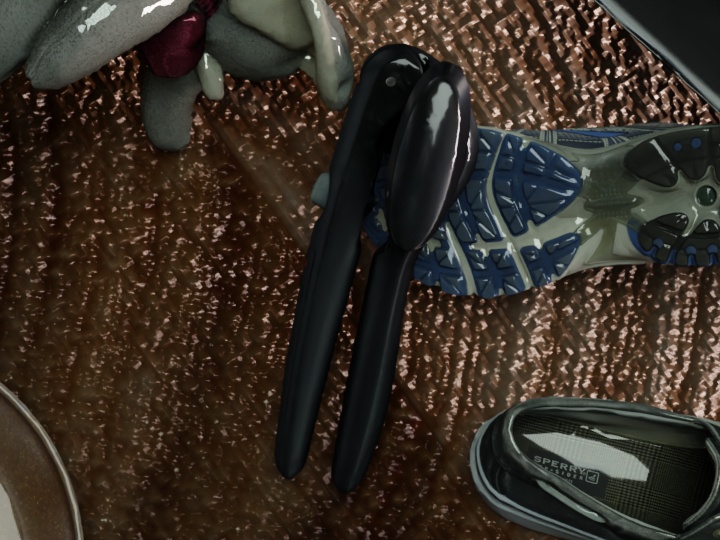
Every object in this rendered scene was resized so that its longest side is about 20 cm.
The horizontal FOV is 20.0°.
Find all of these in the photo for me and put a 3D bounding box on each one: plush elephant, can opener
[{"bbox_3d":[-0.087,-0.122,0.898,0.200,0.165,0.155,-42,122,17],"label":"plush elephant"},{"bbox_3d":[0.000,0.000,0.878,0.063,0.079,0.201,22,108,10],"label":"can opener"}]

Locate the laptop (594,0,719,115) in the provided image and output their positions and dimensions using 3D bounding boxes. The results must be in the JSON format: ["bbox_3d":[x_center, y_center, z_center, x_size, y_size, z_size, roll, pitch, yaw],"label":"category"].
[{"bbox_3d":[0.186,-0.144,0.930,0.187,0.200,0.116,44,107,7],"label":"laptop"}]

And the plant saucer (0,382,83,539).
[{"bbox_3d":[-0.216,0.128,0.867,0.198,0.037,0.202,1,76,-4],"label":"plant saucer"}]

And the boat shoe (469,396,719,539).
[{"bbox_3d":[0.146,0.101,0.886,0.198,0.071,0.073,10,74,-3],"label":"boat shoe"}]

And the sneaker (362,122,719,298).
[{"bbox_3d":[0.097,-0.031,0.922,0.198,0.085,0.078,2,99,16],"label":"sneaker"}]
